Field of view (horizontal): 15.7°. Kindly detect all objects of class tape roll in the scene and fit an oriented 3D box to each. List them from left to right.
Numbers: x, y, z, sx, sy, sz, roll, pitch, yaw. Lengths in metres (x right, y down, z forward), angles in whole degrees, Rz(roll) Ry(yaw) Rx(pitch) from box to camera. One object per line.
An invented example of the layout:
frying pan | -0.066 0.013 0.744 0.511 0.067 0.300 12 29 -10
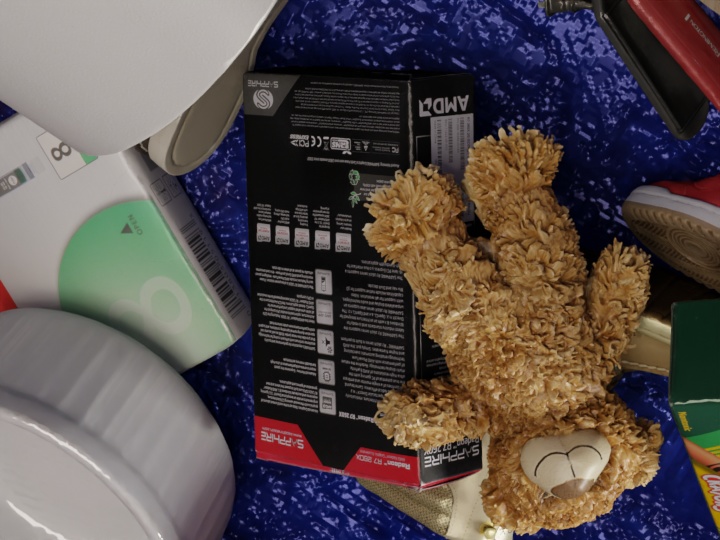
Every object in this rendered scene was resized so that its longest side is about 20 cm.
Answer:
tape roll | -0.131 -0.174 1.222 0.139 0.203 0.203 33 118 -29

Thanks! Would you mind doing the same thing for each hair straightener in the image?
hair straightener | 0.103 -0.139 1.255 0.200 0.041 0.077 45 143 -16

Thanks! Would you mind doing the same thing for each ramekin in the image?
ramekin | -0.163 0.116 1.376 0.200 0.098 0.201 15 132 17

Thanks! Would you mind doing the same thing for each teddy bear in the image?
teddy bear | 0.075 0.032 1.224 0.144 0.067 0.201 -8 100 -21

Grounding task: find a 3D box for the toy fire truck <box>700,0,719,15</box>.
toy fire truck | 0.183 -0.154 1.200 0.141 0.049 0.201 -6 112 57

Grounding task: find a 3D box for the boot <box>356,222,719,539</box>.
boot | 0.098 0.070 1.319 0.199 0.073 0.156 16 107 16

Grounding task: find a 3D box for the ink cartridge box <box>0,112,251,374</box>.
ink cartridge box | -0.177 0.006 1.402 0.199 0.050 0.161 -29 97 21

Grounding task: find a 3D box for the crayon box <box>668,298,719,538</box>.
crayon box | 0.245 0.077 1.218 0.172 0.200 0.059 -3 62 16

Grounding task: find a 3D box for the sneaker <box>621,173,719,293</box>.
sneaker | 0.225 -0.042 1.251 0.199 0.113 0.071 13 157 43

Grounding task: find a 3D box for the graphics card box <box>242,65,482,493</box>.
graphics card box | 0.000 0.000 1.294 0.125 0.051 0.201 6 102 47

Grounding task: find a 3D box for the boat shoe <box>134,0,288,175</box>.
boat shoe | -0.068 -0.148 1.305 0.059 0.072 0.201 34 106 23
